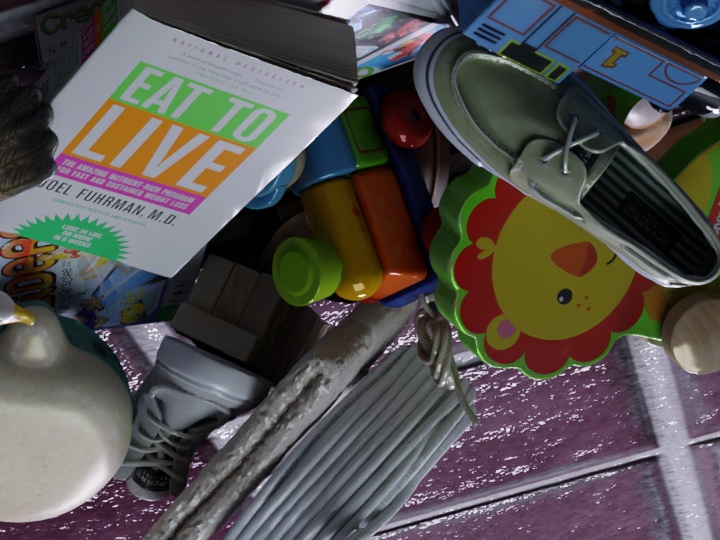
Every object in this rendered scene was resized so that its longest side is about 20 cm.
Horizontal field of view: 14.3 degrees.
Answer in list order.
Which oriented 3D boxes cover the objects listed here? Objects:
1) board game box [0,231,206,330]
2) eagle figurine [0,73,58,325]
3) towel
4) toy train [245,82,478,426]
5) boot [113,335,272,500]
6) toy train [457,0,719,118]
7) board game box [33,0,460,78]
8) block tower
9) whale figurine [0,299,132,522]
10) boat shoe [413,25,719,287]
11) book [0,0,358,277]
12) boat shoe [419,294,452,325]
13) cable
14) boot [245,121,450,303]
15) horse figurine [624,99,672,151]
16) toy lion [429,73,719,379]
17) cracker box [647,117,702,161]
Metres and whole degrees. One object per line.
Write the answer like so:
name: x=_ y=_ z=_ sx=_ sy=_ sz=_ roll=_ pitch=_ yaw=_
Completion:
board game box: x=-0.158 y=-0.020 z=1.693 sx=0.135 sy=0.034 sz=0.200 roll=-7 pitch=155 yaw=-15
eagle figurine: x=-0.237 y=0.000 z=1.483 sx=0.151 sy=0.152 sz=0.200 roll=-17 pitch=147 yaw=-28
towel: x=-0.047 y=0.094 z=1.725 sx=0.200 sy=0.034 sz=0.133 roll=-49 pitch=177 yaw=31
toy train: x=0.000 y=0.000 z=1.594 sx=0.085 sy=0.200 sz=0.116 roll=-25 pitch=171 yaw=41
boot: x=-0.107 y=0.097 z=1.742 sx=0.074 sy=0.096 sz=0.200 roll=24 pitch=174 yaw=-3
toy train: x=0.147 y=-0.142 z=1.498 sx=0.200 sy=0.087 sz=0.114 roll=22 pitch=134 yaw=-30
board game box: x=-0.056 y=-0.127 z=1.517 sx=0.200 sy=0.035 sz=0.126 roll=-19 pitch=155 yaw=11
block tower: x=-0.060 y=0.040 z=1.794 sx=0.054 sy=0.058 sz=0.200 roll=23 pitch=174 yaw=14
whale figurine: x=-0.230 y=0.063 z=1.703 sx=0.200 sy=0.104 sz=0.159 roll=27 pitch=121 yaw=-24
boat shoe: x=0.117 y=-0.062 z=1.523 sx=0.200 sy=0.072 sz=0.062 roll=35 pitch=176 yaw=-14
book: x=-0.110 y=-0.075 z=1.505 sx=0.134 sy=0.048 sz=0.200 roll=15 pitch=143 yaw=-28
boat shoe: x=0.067 y=-0.015 z=1.751 sx=0.072 sy=0.068 sz=0.200 roll=8 pitch=168 yaw=1
cable: x=-0.012 y=0.132 z=1.751 sx=0.200 sy=0.069 sz=0.200 roll=-48 pitch=177 yaw=-25
boot: x=-0.007 y=-0.037 z=1.707 sx=0.075 sy=0.074 sz=0.200 roll=9 pitch=151 yaw=-22
horse figurine: x=0.142 y=-0.096 z=1.660 sx=0.132 sy=0.050 sz=0.200 roll=-22 pitch=150 yaw=-19
toy lion: x=0.137 y=-0.032 z=1.598 sx=0.192 sy=0.069 sz=0.200 roll=14 pitch=103 yaw=-27
cracker box: x=0.235 y=-0.035 z=1.847 sx=0.134 sy=0.058 sz=0.200 roll=-19 pitch=155 yaw=9
